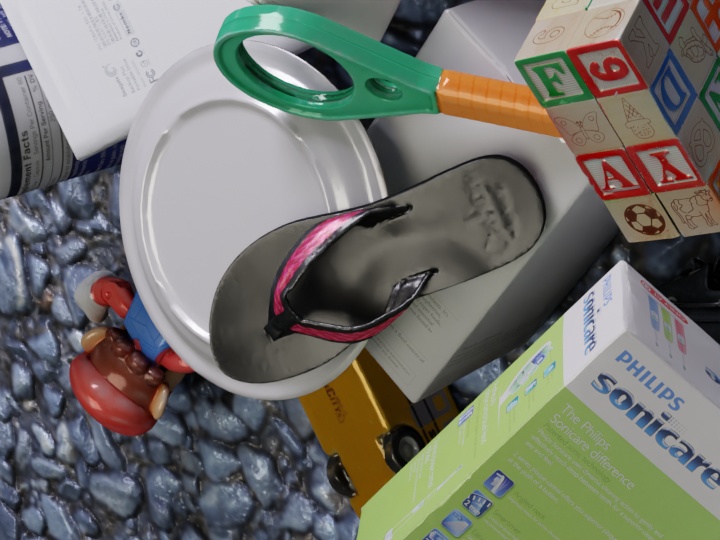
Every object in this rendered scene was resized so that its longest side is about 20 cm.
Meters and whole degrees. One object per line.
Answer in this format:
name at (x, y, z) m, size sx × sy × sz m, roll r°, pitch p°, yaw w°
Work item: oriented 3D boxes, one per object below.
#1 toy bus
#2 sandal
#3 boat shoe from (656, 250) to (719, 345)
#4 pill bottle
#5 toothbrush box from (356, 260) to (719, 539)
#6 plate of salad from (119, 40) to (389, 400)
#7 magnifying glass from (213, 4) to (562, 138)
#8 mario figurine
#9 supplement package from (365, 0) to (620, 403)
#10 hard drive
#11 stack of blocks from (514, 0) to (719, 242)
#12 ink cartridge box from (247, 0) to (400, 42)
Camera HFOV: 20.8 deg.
toy bus at (0.008, 0.076, 1.223) m, size 0.065 × 0.078 × 0.200 m, roll -25°, pitch 91°, yaw 44°
sandal at (0.000, 0.000, 1.005) m, size 0.200 × 0.045 × 0.075 m, roll -27°, pitch 99°, yaw 21°
boat shoe at (0.201, 0.021, 1.046) m, size 0.199 × 0.074 × 0.066 m, roll 12°, pitch 90°, yaw 52°
pill bottle at (-0.206, -0.110, 1.226) m, size 0.116 × 0.200 × 0.116 m, roll 46°, pitch 146°, yaw 45°
toothbrush box at (0.113, 0.121, 0.973) m, size 0.146 × 0.086 × 0.200 m, roll 39°, pitch 112°, yaw -11°
plate of salad at (-0.056, -0.028, 1.091) m, size 0.200 × 0.048 × 0.201 m, roll 9°, pitch 105°, yaw 37°
magnifying glass at (0.020, -0.092, 0.980) m, size 0.199 × 0.022 × 0.080 m, roll 11°, pitch 154°, yaw 15°
mario figurine at (-0.126, 0.029, 1.337) m, size 0.200 × 0.106 × 0.124 m, roll -54°, pitch 35°, yaw 29°
supplement package at (0.073, -0.046, 1.087) m, size 0.121 × 0.120 × 0.200 m, roll 50°, pitch 132°, yaw 16°
hard drive at (-0.106, -0.168, 1.161) m, size 0.200 × 0.025 × 0.132 m, roll -26°, pitch 91°, yaw -1°
stack of blocks at (0.158, -0.125, 0.925) m, size 0.058 × 0.200 × 0.115 m, roll -7°, pitch 131°, yaw 42°
ink cartridge box at (-0.006, -0.237, 1.022) m, size 0.200 × 0.085 × 0.146 m, roll -61°, pitch 34°, yaw 15°
